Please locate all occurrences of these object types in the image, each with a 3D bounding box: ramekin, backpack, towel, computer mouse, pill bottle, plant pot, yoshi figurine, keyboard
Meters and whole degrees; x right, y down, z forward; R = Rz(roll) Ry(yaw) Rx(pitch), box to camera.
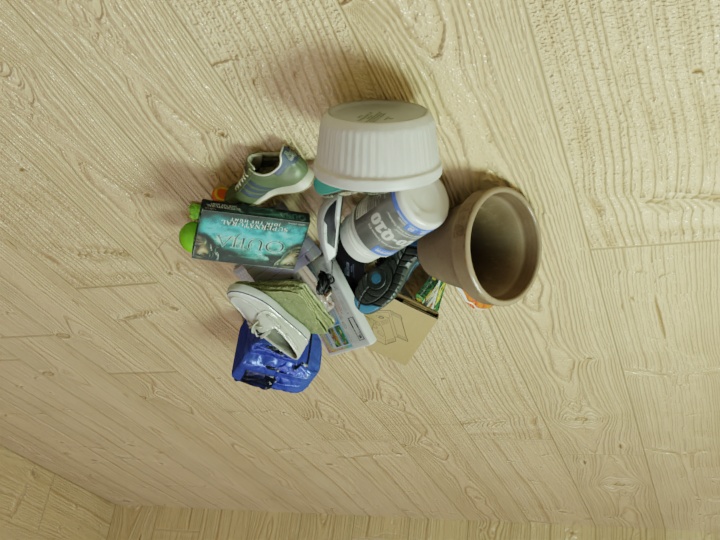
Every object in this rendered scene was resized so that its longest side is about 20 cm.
[{"bbox_3d":[0.026,-0.192,1.309,0.197,0.203,0.096,4,114,9],"label":"ramekin"},{"bbox_3d":[-0.187,0.197,2.075,0.196,0.166,0.168,20,146,-16],"label":"backpack"},{"bbox_3d":[-0.165,0.035,1.822,0.192,0.032,0.199,53,140,-6],"label":"towel"},{"bbox_3d":[-0.061,-0.055,1.600,0.043,0.110,0.205,7,108,2],"label":"computer mouse"},{"bbox_3d":[0.054,-0.093,1.543,0.112,0.116,0.199,24,148,-26],"label":"pill bottle"},{"bbox_3d":[-0.159,0.073,1.767,0.196,0.037,0.150,-3,136,30],"label":"towel"},{"bbox_3d":[0.193,-0.042,1.544,0.199,0.204,0.173,33,160,-36],"label":"plant pot"},{"bbox_3d":[-0.292,-0.080,1.690,0.111,0.114,0.200,34,148,-11],"label":"yoshi figurine"},{"bbox_3d":[0.000,0.000,1.741,0.125,0.021,0.203,20,136,21],"label":"keyboard"}]

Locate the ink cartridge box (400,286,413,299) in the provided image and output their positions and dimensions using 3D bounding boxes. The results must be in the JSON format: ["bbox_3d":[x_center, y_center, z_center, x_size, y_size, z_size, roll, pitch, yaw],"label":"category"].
[{"bbox_3d":[0.009,0.075,1.865,0.198,0.067,0.117,-19,118,41],"label":"ink cartridge box"}]

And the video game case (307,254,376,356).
[{"bbox_3d":[-0.062,0.073,1.809,0.181,0.023,0.203,-22,96,58],"label":"video game case"}]

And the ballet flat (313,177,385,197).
[{"bbox_3d":[0.006,-0.162,1.485,0.197,0.070,0.075,-3,-169,44],"label":"ballet flat"}]

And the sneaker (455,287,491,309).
[{"bbox_3d":[0.229,0.018,1.735,0.076,0.074,0.200,-20,144,25],"label":"sneaker"}]

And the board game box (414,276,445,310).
[{"bbox_3d":[0.140,0.066,1.812,0.023,0.105,0.201,31,154,14],"label":"board game box"}]

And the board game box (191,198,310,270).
[{"bbox_3d":[-0.201,-0.062,1.595,0.195,0.029,0.136,6,139,-16],"label":"board game box"}]

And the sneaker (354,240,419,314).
[{"bbox_3d":[0.068,0.003,1.652,0.073,0.201,0.082,43,-172,16],"label":"sneaker"}]

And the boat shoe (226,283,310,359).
[{"bbox_3d":[-0.188,0.104,1.733,0.199,0.067,0.071,41,141,-24],"label":"boat shoe"}]

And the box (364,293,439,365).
[{"bbox_3d":[0.054,0.109,1.784,0.161,0.022,0.201,25,143,-2],"label":"box"}]

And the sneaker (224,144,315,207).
[{"bbox_3d":[-0.178,-0.170,1.536,0.197,0.068,0.090,-12,137,33],"label":"sneaker"}]

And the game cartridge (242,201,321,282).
[{"bbox_3d":[-0.171,-0.044,1.717,0.199,0.038,0.131,-31,95,48],"label":"game cartridge"}]
